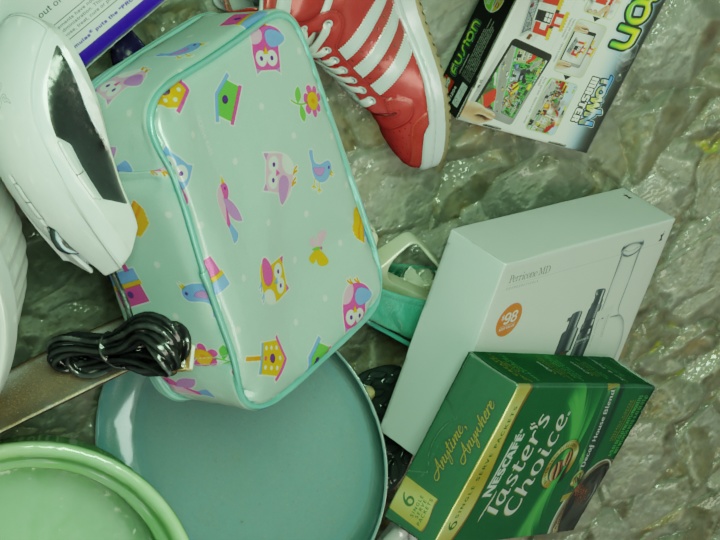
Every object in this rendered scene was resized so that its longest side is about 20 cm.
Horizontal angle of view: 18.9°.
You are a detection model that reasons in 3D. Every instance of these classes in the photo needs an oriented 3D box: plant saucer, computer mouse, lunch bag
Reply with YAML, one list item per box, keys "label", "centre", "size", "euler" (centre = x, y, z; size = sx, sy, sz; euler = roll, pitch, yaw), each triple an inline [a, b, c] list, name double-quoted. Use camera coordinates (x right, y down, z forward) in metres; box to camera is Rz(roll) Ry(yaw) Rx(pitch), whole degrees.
- label: "plant saucer"
  centre: [-0.179, 0.065, 1.249]
  size: [0.200, 0.200, 0.032]
  euler: [-25, 89, -12]
- label: "computer mouse"
  centre: [-0.150, -0.030, 1.086]
  size: [0.044, 0.110, 0.200]
  euler: [-32, 113, -34]
- label: "plant saucer"
  centre: [-0.071, 0.112, 1.337]
  size: [0.027, 0.200, 0.200]
  euler: [-26, 144, -63]
- label: "lunch bag"
  centre: [-0.068, -0.033, 1.169]
  size: [0.160, 0.077, 0.200]
  euler: [-44, 125, -46]

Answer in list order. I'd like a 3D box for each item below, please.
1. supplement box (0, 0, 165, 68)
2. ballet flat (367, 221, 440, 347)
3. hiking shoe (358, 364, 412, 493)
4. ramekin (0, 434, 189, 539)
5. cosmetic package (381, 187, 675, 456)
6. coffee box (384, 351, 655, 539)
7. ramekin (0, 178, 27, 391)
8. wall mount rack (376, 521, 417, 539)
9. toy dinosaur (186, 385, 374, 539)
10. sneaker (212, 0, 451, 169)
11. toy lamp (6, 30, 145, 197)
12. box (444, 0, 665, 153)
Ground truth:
- label: "supplement box"
  centre: [-0.191, -0.203, 1.087]
  size: [0.103, 0.101, 0.200]
  euler: [-40, 132, 1]
- label: "ballet flat"
  centre: [0.000, 0.000, 1.362]
  size: [0.200, 0.067, 0.070]
  euler: [20, 104, -43]
- label: "hiking shoe"
  centre: [-0.027, 0.147, 1.445]
  size: [0.074, 0.087, 0.200]
  euler: [32, 91, -8]
- label: "ramekin"
  centre: [-0.196, 0.194, 1.302]
  size: [0.200, 0.098, 0.200]
  euler: [-1, 95, -6]
- label: "cosmetic package"
  centre: [0.111, 0.033, 1.409]
  size: [0.200, 0.052, 0.151]
  euler: [-15, 129, -49]
- label: "coffee box"
  centre: [0.105, 0.114, 1.384]
  size: [0.200, 0.044, 0.123]
  euler: [8, 114, -58]
- label: "ramekin"
  centre: [-0.270, 0.002, 1.136]
  size: [0.200, 0.105, 0.201]
  euler: [2, 115, 5]
- label: "wall mount rack"
  centre: [0.032, 0.203, 1.448]
  size: [0.200, 0.074, 0.174]
  euler: [-48, 138, -49]
- label: "toy dinosaur"
  centre: [-0.074, 0.140, 1.380]
  size: [0.200, 0.101, 0.058]
  euler: [-57, 148, 10]
- label: "sneaker"
  centre: [-0.018, -0.131, 1.255]
  size: [0.112, 0.071, 0.200]
  euler: [-27, 123, -16]
- label: "toy lamp"
  centre: [-0.193, -0.057, 1.218]
  size: [0.200, 0.058, 0.058]
  euler: [-41, 132, -3]
- label: "box"
  centre: [0.136, -0.175, 1.336]
  size: [0.110, 0.035, 0.200]
  euler: [12, 114, -35]
